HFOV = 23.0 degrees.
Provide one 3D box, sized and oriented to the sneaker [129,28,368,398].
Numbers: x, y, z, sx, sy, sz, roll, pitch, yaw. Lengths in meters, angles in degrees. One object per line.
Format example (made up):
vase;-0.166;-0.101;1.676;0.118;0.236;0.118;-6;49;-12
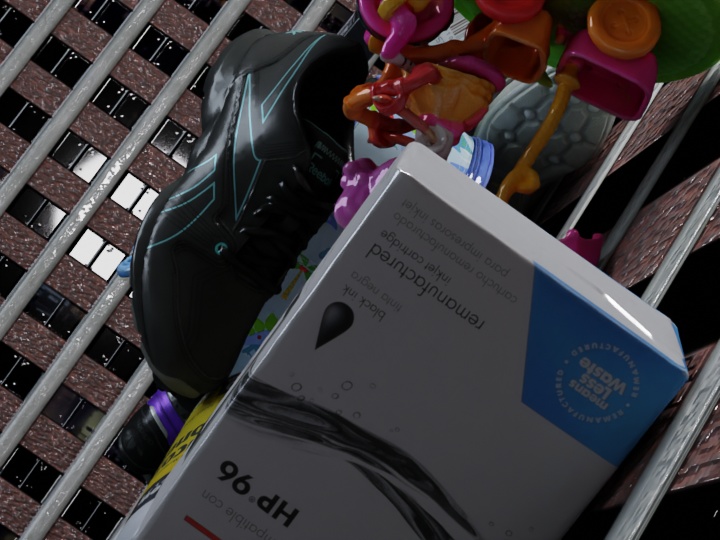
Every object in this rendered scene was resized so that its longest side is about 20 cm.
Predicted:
sneaker;-0.052;-0.034;0.865;0.079;0.075;0.200;-1;66;39

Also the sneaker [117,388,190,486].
sneaker;-0.091;0.109;1.125;0.100;0.070;0.200;-37;-24;10

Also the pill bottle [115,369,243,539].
pill bottle;-0.051;0.129;0.799;0.112;0.112;0.200;-53;4;23

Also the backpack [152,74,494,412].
backpack;0.000;0.000;0.992;0.200;0.147;0.183;-57;6;10

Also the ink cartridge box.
ink cartridge box;0.004;0.072;0.602;0.200;0.116;0.068;-55;3;14

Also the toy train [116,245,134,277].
toy train;-0.091;0.010;1.219;0.114;0.087;0.200;-27;14;-16

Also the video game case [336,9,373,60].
video game case;-0.047;-0.090;1.116;0.181;0.025;0.200;-49;6;9

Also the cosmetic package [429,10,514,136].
cosmetic package;0.071;-0.134;1.143;0.074;0.102;0.200;-29;-13;1

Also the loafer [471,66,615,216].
loafer;0.101;-0.083;1.056;0.200;0.070;0.070;-50;15;57

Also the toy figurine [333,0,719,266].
toy figurine;0.053;-0.061;0.821;0.150;0.200;0.184;100;-170;-71
